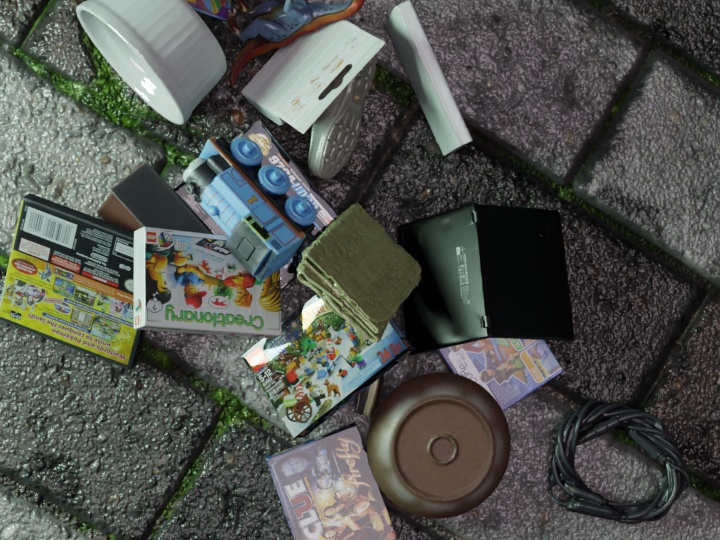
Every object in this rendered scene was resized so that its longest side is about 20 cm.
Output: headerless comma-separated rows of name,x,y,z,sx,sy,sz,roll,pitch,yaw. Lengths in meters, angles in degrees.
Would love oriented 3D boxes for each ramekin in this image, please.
ramekin,-0.266,-0.296,1.680,0.098,0.200,0.201,-44,93,-12

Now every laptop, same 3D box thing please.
laptop,0.169,0.016,1.763,0.199,0.116,0.188,-15,69,31

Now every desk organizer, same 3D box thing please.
desk organizer,-0.254,-0.038,1.723,0.200,0.077,0.072,48,56,-3

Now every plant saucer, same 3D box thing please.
plant saucer,0.110,0.241,1.751,0.199,0.037,0.202,0,92,-6

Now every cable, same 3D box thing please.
cable,0.366,0.270,1.810,0.199,0.051,0.164,11,83,-3

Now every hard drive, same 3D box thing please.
hard drive,0.091,-0.256,1.741,0.026,0.132,0.201,-25,92,-5

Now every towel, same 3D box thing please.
towel,0.000,0.000,1.672,0.148,0.200,0.036,45,124,-6

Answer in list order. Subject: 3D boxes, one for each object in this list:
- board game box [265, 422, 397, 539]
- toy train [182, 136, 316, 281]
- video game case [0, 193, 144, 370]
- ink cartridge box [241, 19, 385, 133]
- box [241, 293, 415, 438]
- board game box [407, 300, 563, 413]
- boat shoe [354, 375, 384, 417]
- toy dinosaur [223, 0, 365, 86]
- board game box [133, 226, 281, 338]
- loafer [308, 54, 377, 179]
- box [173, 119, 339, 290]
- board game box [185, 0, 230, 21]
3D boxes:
board game box,-0.035,0.328,1.772,0.135,0.035,0.201,-20,91,-5
toy train,-0.145,-0.087,1.666,0.200,0.087,0.114,47,46,7
video game case,-0.369,0.016,1.699,0.199,0.026,0.181,20,110,5
ink cartridge box,-0.055,-0.255,1.698,0.160,0.200,0.047,-48,127,-2
box,-0.045,0.110,1.723,0.200,0.038,0.137,-40,73,12
board game box,0.172,0.092,1.794,0.135,0.034,0.201,-32,92,-5
boat shoe,0.006,0.098,1.765,0.066,0.072,0.202,8,88,4
toy dinosaur,-0.082,-0.342,1.725,0.181,0.105,0.201,11,133,9
board game box,-0.195,0.018,1.659,0.199,0.035,0.127,6,76,-34
loafer,-0.035,-0.223,1.766,0.070,0.070,0.201,13,82,37
box,-0.136,-0.080,1.761,0.159,0.046,0.200,-41,93,-4
board game box,-0.200,-0.414,1.681,0.039,0.200,0.159,-16,87,18
